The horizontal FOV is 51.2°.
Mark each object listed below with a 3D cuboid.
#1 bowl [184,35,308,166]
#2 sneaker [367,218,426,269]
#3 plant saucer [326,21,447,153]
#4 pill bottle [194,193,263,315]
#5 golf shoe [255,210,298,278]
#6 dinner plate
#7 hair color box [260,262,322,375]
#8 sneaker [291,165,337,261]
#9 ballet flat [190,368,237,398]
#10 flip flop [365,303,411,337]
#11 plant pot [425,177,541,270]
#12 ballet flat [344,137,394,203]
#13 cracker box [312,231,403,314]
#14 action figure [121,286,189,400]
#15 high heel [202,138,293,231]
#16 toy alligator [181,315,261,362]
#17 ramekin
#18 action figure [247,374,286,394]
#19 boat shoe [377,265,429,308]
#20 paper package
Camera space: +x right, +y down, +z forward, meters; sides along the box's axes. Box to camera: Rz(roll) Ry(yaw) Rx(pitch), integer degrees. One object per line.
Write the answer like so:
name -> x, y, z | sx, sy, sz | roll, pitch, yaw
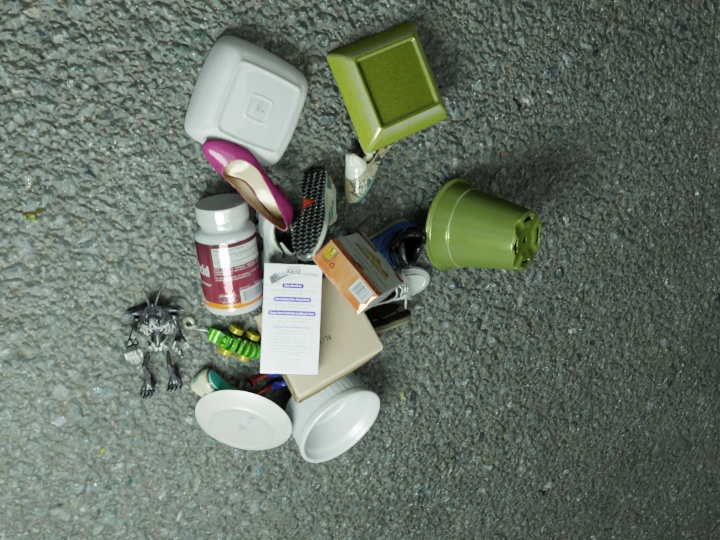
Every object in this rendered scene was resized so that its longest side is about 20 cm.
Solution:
bowl -> -0.191, -0.293, 1.333 | 0.198, 0.074, 0.202 | 19, 97, -34
sneaker -> 0.047, -0.028, 1.542 | 0.199, 0.111, 0.077 | -35, 117, -13
plant saucer -> 0.063, -0.354, 1.428 | 0.198, 0.048, 0.202 | -26, 100, -18
pill bottle -> -0.243, -0.030, 1.380 | 0.113, 0.114, 0.203 | -14, 115, -23
golf shoe -> -0.151, -0.029, 1.443 | 0.078, 0.097, 0.202 | -22, 119, -21
dinner plate -> -0.235, 0.307, 1.496 | 0.197, 0.024, 0.202 | 4, 133, 4
hair color box -> -0.128, 0.088, 1.388 | 0.108, 0.065, 0.203 | 3, 89, -5
sneaker -> -0.075, -0.096, 1.429 | 0.093, 0.069, 0.202 | 47, 40, -50
ballet flat -> -0.267, 0.269, 1.520 | 0.070, 0.069, 0.200 | -46, 122, -6
flip flop -> 0.020, 0.121, 1.616 | 0.198, 0.081, 0.058 | -12, 129, -30
plant pot -> 0.266, -0.079, 1.564 | 0.199, 0.188, 0.203 | -21, 118, -45
ballet flat -> 0.014, -0.232, 1.472 | 0.201, 0.068, 0.075 | -56, 137, -5
cracker box -> 0.000, 0.000, 1.423 | 0.058, 0.200, 0.134 | -42, 84, 16
action figure -> -0.372, 0.136, 1.381 | 0.117, 0.102, 0.203 | -7, 114, -14
high heel -> -0.194, -0.150, 1.313 | 0.199, 0.097, 0.067 | 32, 118, -31
toy alligator -> -0.257, 0.139, 1.473 | 0.199, 0.054, 0.060 | 25, 96, -34
ramekin -> -0.064, 0.298, 1.584 | 0.199, 0.098, 0.202 | -27, 142, -23
action figure -> -0.135, 0.214, 1.577 | 0.198, 0.052, 0.066 | -24, 115, -22
boat shoe -> 0.073, 0.041, 1.600 | 0.199, 0.086, 0.076 | -9, 113, -26
paper package -> -0.085, 0.130, 1.486 | 0.198, 0.104, 0.192 | -28, 83, -13
